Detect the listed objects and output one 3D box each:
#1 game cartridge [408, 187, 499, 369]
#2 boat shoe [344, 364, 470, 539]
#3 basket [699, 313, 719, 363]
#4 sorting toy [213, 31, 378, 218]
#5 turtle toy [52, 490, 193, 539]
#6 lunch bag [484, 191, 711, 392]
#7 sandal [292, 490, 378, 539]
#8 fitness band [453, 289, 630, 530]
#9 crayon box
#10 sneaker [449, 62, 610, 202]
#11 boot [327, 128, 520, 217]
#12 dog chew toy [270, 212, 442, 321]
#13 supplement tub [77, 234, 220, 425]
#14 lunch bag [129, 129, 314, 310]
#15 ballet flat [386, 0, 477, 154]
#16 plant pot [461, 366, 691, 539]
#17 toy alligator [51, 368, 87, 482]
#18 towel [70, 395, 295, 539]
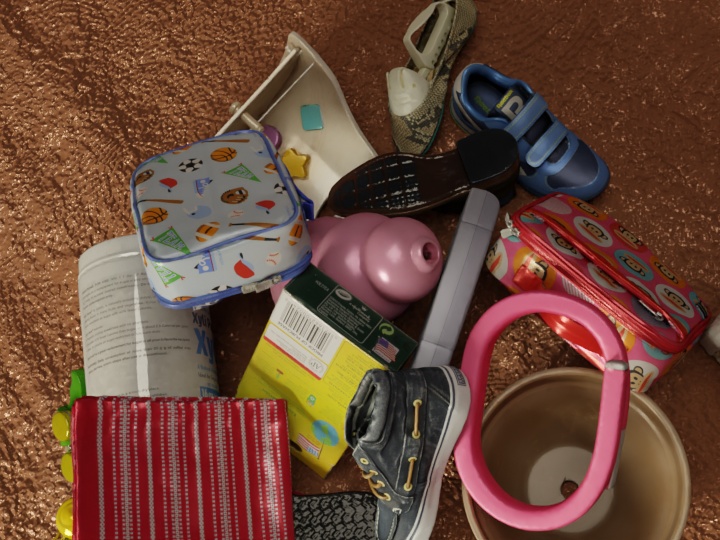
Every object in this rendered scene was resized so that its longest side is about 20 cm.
[{"bbox_3d":[0.087,0.028,0.947,0.040,0.133,0.201,18,76,7],"label":"game cartridge"},{"bbox_3d":[0.023,0.169,0.856,0.090,0.071,0.202,5,114,-22],"label":"boat shoe"},{"bbox_3d":[0.431,0.039,0.885,0.199,0.136,0.124,-37,72,-3],"label":"basket"},{"bbox_3d":[-0.071,-0.111,1.043,0.180,0.107,0.200,44,92,3],"label":"sorting toy"},{"bbox_3d":[-0.219,0.269,0.890,0.101,0.146,0.200,32,76,26],"label":"turtle toy"},{"bbox_3d":[0.214,0.019,0.907,0.200,0.176,0.082,41,122,18],"label":"lunch bag"},{"bbox_3d":[-0.071,0.246,0.957,0.198,0.045,0.076,3,77,-3],"label":"sandal"},{"bbox_3d":[0.150,0.117,0.825,0.143,0.037,0.202,9,95,25],"label":"fitness band"},{"bbox_3d":[-0.041,0.101,0.931,0.127,0.201,0.051,37,45,6],"label":"crayon box"},{"bbox_3d":[0.170,-0.143,1.016,0.200,0.082,0.074,38,80,17],"label":"sneaker"},{"bbox_3d":[0.071,-0.077,1.010,0.198,0.097,0.075,-13,65,11],"label":"boot"},{"bbox_3d":[0.000,0.000,0.941,0.199,0.124,0.126,-15,63,50],"label":"dog chew toy"},{"bbox_3d":[-0.212,0.079,0.983,0.131,0.132,0.202,-12,72,6],"label":"supplement tub"},{"bbox_3d":[-0.127,-0.050,0.906,0.159,0.076,0.201,-16,39,-8],"label":"lunch bag"},{"bbox_3d":[0.067,-0.223,1.061,0.067,0.075,0.201,10,73,42],"label":"ballet flat"},{"bbox_3d":[0.194,0.196,0.896,0.199,0.093,0.203,-3,72,10],"label":"plant pot"},{"bbox_3d":[-0.277,0.202,0.999,0.054,0.059,0.202,-17,85,40],"label":"toy alligator"},{"bbox_3d":[-0.157,0.181,0.872,0.198,0.022,0.146,3,67,-18],"label":"towel"}]
